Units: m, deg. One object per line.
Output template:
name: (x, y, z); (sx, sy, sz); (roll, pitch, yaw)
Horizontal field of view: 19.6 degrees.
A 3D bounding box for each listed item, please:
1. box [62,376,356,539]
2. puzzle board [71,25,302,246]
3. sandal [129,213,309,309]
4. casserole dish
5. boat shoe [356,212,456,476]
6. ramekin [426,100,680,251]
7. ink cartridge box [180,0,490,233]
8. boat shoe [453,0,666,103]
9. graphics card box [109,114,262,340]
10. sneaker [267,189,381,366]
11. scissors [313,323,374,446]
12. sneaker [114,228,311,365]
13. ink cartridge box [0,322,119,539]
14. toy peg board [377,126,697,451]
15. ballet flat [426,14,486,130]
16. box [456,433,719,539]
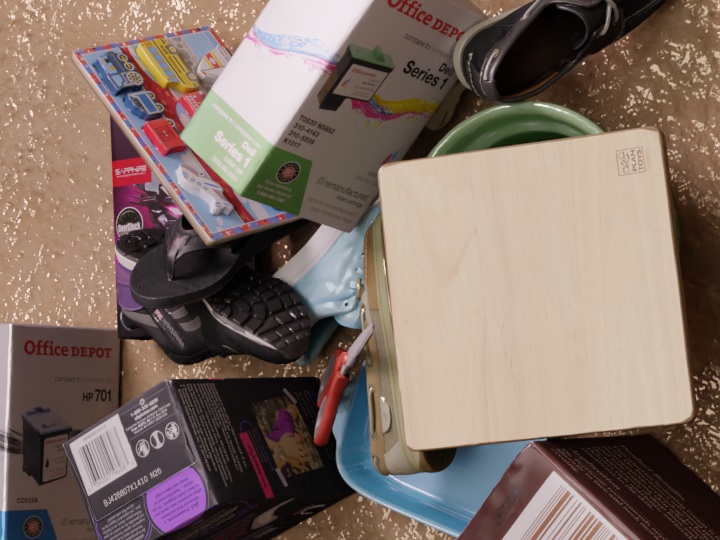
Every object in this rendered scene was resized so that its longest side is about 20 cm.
box: (-0.114, 0.154, 1.630); (0.122, 0.200, 0.106); (-31, 72, 27)
puzzle board: (-0.119, -0.114, 1.660); (0.200, 0.151, 0.017); (53, 133, 18)
sandal: (-0.112, -0.034, 1.646); (0.075, 0.200, 0.048); (17, 129, 35)
casserole dish: (0.068, 0.136, 1.613); (0.200, 0.039, 0.121); (20, 97, 30)
boat shoe: (0.024, 0.056, 1.584); (0.063, 0.073, 0.201); (-10, 91, 36)
ramekin: (0.139, -0.021, 1.542); (0.200, 0.098, 0.201); (-2, 87, 32)
ink cartridge box: (-0.015, -0.142, 1.538); (0.084, 0.145, 0.200); (44, 105, 34)
boat shoe: (0.165, -0.185, 1.516); (0.200, 0.068, 0.072); (-32, 110, -5)
graphics card box: (-0.147, -0.044, 1.750); (0.125, 0.051, 0.201); (-4, 86, 31)
sneaker: (0.000, 0.000, 1.650); (0.200, 0.074, 0.082); (-46, 71, 32)
scissors: (-0.011, 0.066, 1.587); (0.014, 0.200, 0.073); (14, 55, -5)
sneaker: (-0.116, 0.041, 1.666); (0.200, 0.076, 0.088); (29, 126, 36)
ink cartridge box: (-0.281, 0.145, 1.766); (0.086, 0.146, 0.201); (1, 88, 33)
toy peg board: (0.128, 0.017, 1.449); (0.199, 0.098, 0.201); (-7, 84, 15)
ballet flat: (0.034, -0.135, 1.643); (0.200, 0.072, 0.072); (-23, 75, 29)
box: (0.172, 0.228, 1.447); (0.166, 0.200, 0.164); (43, 109, 27)
